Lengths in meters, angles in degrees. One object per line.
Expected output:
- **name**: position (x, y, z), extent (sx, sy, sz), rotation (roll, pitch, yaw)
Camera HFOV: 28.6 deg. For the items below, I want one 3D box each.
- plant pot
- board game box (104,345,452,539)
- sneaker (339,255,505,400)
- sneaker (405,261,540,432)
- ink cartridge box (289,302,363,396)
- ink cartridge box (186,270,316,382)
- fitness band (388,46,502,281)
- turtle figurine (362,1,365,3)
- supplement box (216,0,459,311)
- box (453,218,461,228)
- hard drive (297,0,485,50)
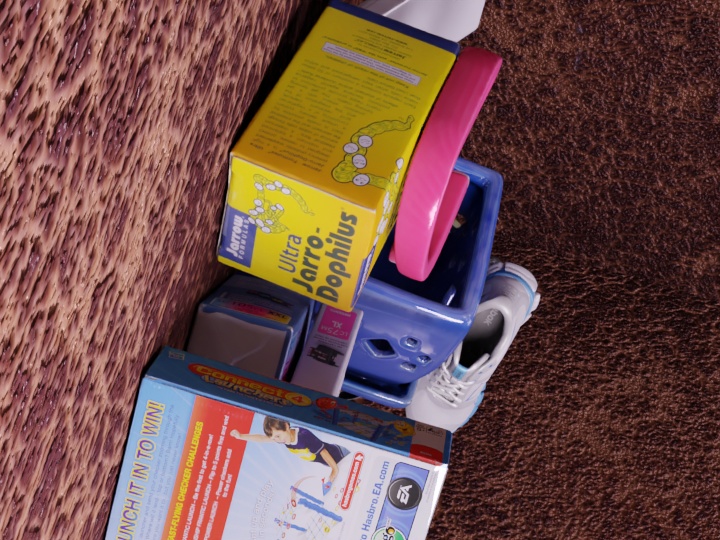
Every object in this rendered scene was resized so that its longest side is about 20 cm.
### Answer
- **plant pot**: position (0.000, 0.000, 1.287), extent (0.180, 0.199, 0.200), rotation (113, -4, -46)
- **board game box**: position (-0.061, 0.172, 0.912), extent (0.056, 0.195, 0.201), rotation (-68, 175, -71)
- **sneaker**: position (0.056, 0.056, 1.431), extent (0.200, 0.060, 0.104), rotation (-46, -159, -22)
- **sneaker**: position (0.090, 0.086, 1.301), extent (0.200, 0.075, 0.087), rotation (-64, 174, 27)
- **ink cartridge box**: position (-0.046, 0.126, 1.054), extent (0.200, 0.042, 0.120), rotation (-74, 180, -53)
- **ink cartridge box**: position (-0.090, 0.080, 1.107), extent (0.200, 0.076, 0.137), rotation (-70, 176, -81)
- **fitness band**: position (0.065, -0.082, 1.076), extent (0.144, 0.037, 0.200), rotation (104, 8, -48)
- **turtle figurine**: position (0.024, -0.288, 1.299), extent (0.200, 0.064, 0.162), rotation (71, 22, -55)
- **supplement box**: position (-0.014, -0.088, 1.039), extent (0.109, 0.109, 0.200), rotation (104, 10, -48)
- **box**: position (0.003, -0.001, 1.500), extent (0.200, 0.097, 0.176), rotation (-44, 176, -1)
- **hard drive**: position (0.029, -0.201, 1.208), extent (0.200, 0.026, 0.132), rotation (-36, 163, -20)
